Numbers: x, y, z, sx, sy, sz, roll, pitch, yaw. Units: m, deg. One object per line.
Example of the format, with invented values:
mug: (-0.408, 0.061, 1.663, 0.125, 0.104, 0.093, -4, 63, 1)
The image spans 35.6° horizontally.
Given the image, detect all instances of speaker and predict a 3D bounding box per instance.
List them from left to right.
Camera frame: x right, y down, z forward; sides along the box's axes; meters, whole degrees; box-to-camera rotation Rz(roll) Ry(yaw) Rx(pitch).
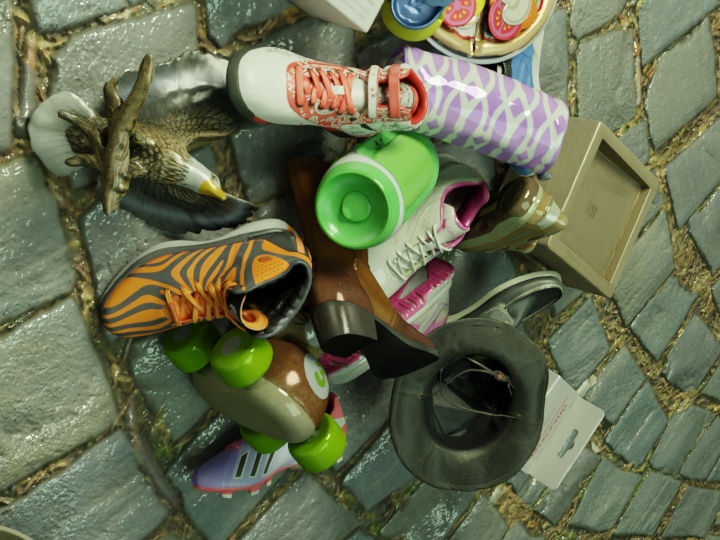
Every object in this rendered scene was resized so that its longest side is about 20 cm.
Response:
speaker: (0.020, -0.084, 1.081, 0.200, 0.087, 0.089, -48, 150, -66)

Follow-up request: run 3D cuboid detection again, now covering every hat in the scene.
hat: (0.112, 0.140, 1.255, 0.198, 0.081, 0.203, -3, 105, -12)

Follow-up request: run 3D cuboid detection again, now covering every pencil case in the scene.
pencil case: (0.113, -0.162, 1.127, 0.198, 0.085, 0.085, 19, 89, -16)

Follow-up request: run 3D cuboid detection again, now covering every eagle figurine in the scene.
eagle figurine: (-0.164, -0.101, 0.956, 0.151, 0.152, 0.200, -28, 180, 20)

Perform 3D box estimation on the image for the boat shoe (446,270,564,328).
boat shoe: (0.154, 0.070, 1.308, 0.199, 0.068, 0.072, -30, 142, 6)

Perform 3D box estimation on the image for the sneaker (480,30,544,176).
sneaker: (0.150, -0.186, 1.217, 0.111, 0.076, 0.202, -28, 125, -36)

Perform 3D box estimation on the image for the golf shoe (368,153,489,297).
golf shoe: (0.060, -0.038, 1.197, 0.075, 0.091, 0.201, 42, 81, -35)

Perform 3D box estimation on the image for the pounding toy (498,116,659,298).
pounding toy: (0.245, -0.060, 1.354, 0.199, 0.141, 0.186, 32, 80, -43)

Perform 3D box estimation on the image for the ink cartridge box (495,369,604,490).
ink cartridge box: (0.174, 0.157, 1.329, 0.117, 0.199, 0.068, -55, 139, -5)

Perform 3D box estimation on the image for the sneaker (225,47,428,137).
sneaker: (-0.020, -0.161, 0.987, 0.201, 0.107, 0.068, 7, 82, -56)

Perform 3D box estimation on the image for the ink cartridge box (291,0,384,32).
ink cartridge box: (-0.014, -0.336, 0.979, 0.145, 0.087, 0.202, 30, 88, -46)

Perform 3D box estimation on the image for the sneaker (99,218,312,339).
sneaker: (-0.136, 0.021, 1.000, 0.198, 0.112, 0.078, -24, 122, -5)

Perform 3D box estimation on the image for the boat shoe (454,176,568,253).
boat shoe: (0.157, -0.044, 1.214, 0.076, 0.200, 0.072, 32, 78, -13)

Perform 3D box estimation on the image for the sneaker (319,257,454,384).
sneaker: (0.035, 0.072, 1.242, 0.199, 0.081, 0.089, -34, 129, -25)

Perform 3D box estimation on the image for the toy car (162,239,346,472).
toy car: (-0.063, 0.063, 1.110, 0.201, 0.157, 0.165, -54, 127, -23)

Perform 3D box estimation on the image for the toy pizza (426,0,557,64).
toy pizza: (0.123, -0.307, 1.111, 0.198, 0.032, 0.203, -3, 96, -26)

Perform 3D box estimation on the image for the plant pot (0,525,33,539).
plant pot: (-0.346, 0.360, 0.982, 0.186, 0.187, 0.202, -24, 140, -32)

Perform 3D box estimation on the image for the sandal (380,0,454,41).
sandal: (0.082, -0.311, 1.033, 0.079, 0.087, 0.202, 18, 94, -5)

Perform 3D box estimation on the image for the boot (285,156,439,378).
boot: (0.000, 0.000, 1.126, 0.068, 0.202, 0.187, -32, 147, 33)

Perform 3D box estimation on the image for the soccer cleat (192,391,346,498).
soccer cleat: (-0.097, 0.186, 1.199, 0.198, 0.066, 0.078, -10, 100, -40)
